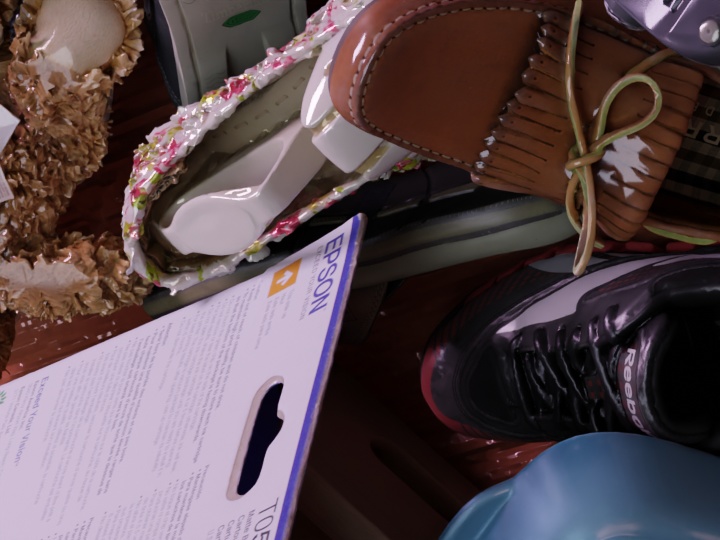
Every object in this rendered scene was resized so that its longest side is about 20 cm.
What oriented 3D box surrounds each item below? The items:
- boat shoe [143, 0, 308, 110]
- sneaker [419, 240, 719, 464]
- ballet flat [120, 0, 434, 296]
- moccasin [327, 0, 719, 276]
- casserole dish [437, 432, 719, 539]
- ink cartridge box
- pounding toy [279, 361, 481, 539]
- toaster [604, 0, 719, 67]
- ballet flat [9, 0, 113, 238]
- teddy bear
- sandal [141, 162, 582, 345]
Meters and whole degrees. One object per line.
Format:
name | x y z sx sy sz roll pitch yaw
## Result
boat shoe | -0.050 -0.125 0.948 0.200 0.071 0.068 95 155 -55
sneaker | 0.094 0.030 0.933 0.200 0.098 0.071 -11 103 35
ballet flat | -0.012 -0.046 0.904 0.076 0.064 0.200 42 131 -14
moccasin | 0.082 -0.042 0.843 0.074 0.201 0.078 -58 34 21
casserole dish | 0.115 0.125 0.912 0.121 0.199 0.039 -57 30 25
ink cartridge box | -0.080 0.091 0.892 0.199 0.200 0.041 -25 122 30
pounding toy | -0.005 0.167 1.038 0.200 0.142 0.184 41 109 10
toaster | 0.150 -0.153 0.789 0.114 0.129 0.201 45 118 25
ballet flat | -0.143 -0.041 1.068 0.074 0.074 0.201 36 123 16
teddy bear | -0.141 -0.037 1.009 0.144 0.067 0.201 6 111 13
sandal | 0.000 0.000 0.996 0.200 0.080 0.058 -8 117 33
